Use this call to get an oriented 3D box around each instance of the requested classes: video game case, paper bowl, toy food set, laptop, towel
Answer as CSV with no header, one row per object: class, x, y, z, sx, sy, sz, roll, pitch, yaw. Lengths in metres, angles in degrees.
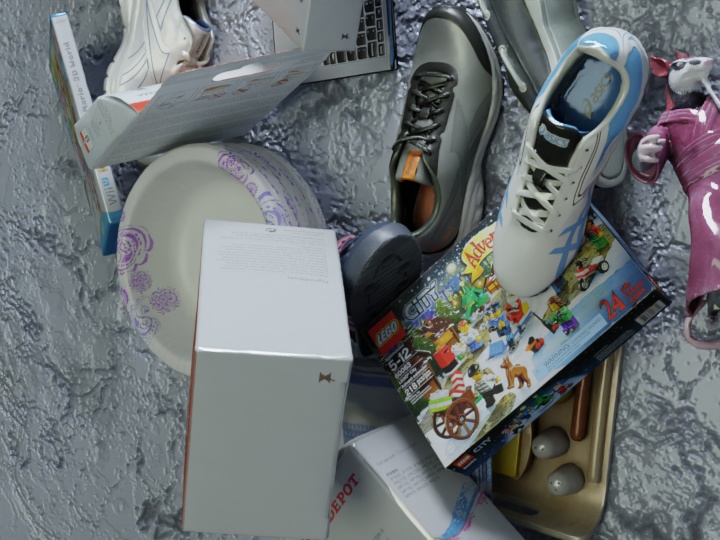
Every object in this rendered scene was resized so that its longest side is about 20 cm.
video game case,-0.260,-0.124,1.264,0.143,0.018,0.201,140,114,-72
paper bowl,-0.110,-0.010,1.168,0.200,0.104,0.202,4,98,34
toy food set,0.123,0.096,1.039,0.143,0.060,0.202,11,101,34
laptop,-0.029,-0.255,1.079,0.199,0.116,0.189,-3,93,35
towel,0.044,0.169,1.077,0.146,0.024,0.202,5,105,38

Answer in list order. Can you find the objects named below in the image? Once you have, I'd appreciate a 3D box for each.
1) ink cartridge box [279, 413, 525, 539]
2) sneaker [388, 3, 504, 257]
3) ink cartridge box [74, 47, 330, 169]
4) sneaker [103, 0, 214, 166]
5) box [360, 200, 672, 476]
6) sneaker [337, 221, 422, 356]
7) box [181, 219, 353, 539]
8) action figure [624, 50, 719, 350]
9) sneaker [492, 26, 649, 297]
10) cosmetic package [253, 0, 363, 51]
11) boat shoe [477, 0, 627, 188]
ink cartridge box,0.048,0.233,1.020,0.200,0.085,0.148,49,130,21
sneaker,0.062,-0.108,1.052,0.074,0.079,0.202,9,98,36
ink cartridge box,-0.131,-0.151,1.095,0.200,0.161,0.050,-35,75,56
sneaker,-0.180,-0.193,1.221,0.087,0.074,0.202,10,101,29
box,0.110,0.035,0.986,0.200,0.038,0.137,-43,56,14
sneaker,0.000,0.000,1.054,0.082,0.070,0.200,56,165,19
box,-0.072,0.075,0.985,0.105,0.200,0.153,5,116,-7
action figure,0.255,-0.068,0.926,0.133,0.149,0.201,-18,63,3
sneaker,0.134,-0.073,0.921,0.072,0.072,0.201,33,113,30
cosmetic package,-0.040,-0.290,1.027,0.151,0.051,0.201,47,136,48
boat shoe,0.141,-0.151,0.998,0.060,0.075,0.201,-23,79,43
